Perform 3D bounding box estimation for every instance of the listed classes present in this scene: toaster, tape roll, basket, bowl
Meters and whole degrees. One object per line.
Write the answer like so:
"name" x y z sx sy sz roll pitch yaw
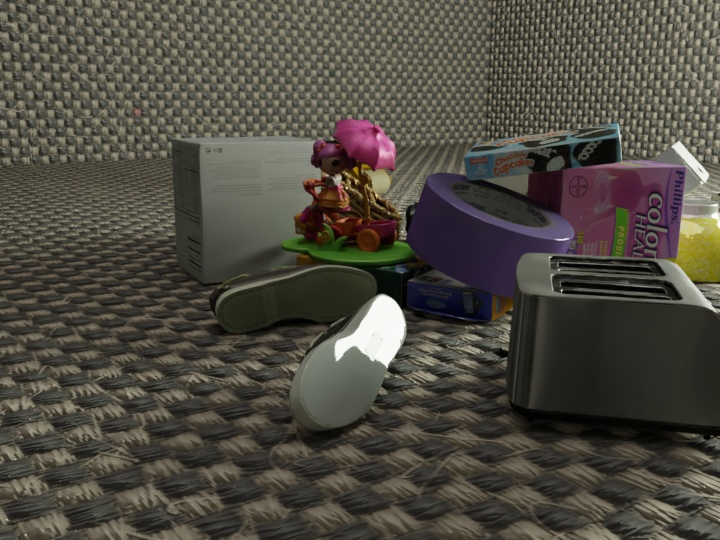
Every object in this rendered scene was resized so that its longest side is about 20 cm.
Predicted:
"toaster" 0.218 0.060 0.705 0.199 0.119 0.181 3 13 12
"tape roll" 0.166 -0.049 1.002 0.200 0.085 0.200 17 22 -7
"basket" 0.000 -0.109 1.340 0.142 0.149 0.200 0 13 -1
"bowl" 0.520 -0.057 1.232 0.200 0.108 0.200 1 13 0

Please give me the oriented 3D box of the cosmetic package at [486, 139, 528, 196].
"cosmetic package" 0.280 -0.125 1.308 0.103 0.087 0.200 48 10 31

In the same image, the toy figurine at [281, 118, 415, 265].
"toy figurine" -0.020 -0.115 1.063 0.200 0.185 0.150 7 15 27

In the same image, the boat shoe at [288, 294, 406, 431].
"boat shoe" -0.018 0.089 0.708 0.064 0.071 0.200 -29 6 31

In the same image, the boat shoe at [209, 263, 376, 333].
"boat shoe" -0.080 0.026 0.933 0.201 0.072 0.061 -8 20 -22

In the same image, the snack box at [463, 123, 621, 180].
"snack box" 0.249 -0.162 1.054 0.200 0.037 0.116 -5 17 19

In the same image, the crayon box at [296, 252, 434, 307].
"crayon box" 0.000 0.000 1.090 0.200 0.052 0.126 8 15 31

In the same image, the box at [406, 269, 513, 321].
"box" 0.148 0.023 1.026 0.119 0.042 0.200 9 13 29

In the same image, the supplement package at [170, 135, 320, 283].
"supplement package" -0.174 -0.100 1.180 0.191 0.201 0.147 -6 14 -28

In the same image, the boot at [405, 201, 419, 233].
"boot" 0.162 -0.075 1.354 0.168 0.077 0.200 3 11 4

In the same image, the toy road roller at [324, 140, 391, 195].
"toy road roller" -0.035 -0.242 2.023 0.200 0.146 0.123 48 34 19

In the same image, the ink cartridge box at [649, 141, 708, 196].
"ink cartridge box" 0.495 -0.131 1.360 0.200 0.083 0.147 -40 -8 28

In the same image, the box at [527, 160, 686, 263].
"box" 0.346 -0.065 1.110 0.199 0.176 0.097 -3 13 -17

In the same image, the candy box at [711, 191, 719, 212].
"candy box" 0.888 -0.138 1.689 0.200 0.061 0.136 -4 15 -22
